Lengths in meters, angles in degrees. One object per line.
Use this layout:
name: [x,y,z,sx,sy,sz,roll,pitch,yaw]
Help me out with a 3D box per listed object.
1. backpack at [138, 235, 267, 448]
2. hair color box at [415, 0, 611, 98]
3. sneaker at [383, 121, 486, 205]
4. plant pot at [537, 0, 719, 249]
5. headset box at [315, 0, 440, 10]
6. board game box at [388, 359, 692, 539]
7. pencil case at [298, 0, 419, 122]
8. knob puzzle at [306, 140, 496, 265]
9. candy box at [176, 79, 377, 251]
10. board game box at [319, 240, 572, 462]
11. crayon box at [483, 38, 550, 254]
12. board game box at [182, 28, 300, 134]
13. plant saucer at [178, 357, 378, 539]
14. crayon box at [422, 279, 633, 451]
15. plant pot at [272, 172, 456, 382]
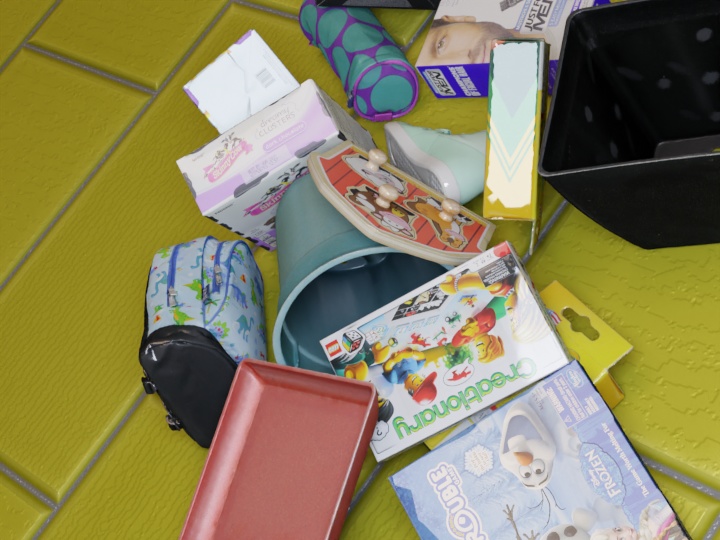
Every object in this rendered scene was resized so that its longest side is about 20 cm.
backpack: [-0.165,0.055,1.614,0.154,0.163,0.200,-27,39,1]
hair color box: [0.171,-0.253,1.686,0.200,0.065,0.109,1,58,36]
sneaker: [0.104,-0.123,1.637,0.118,0.074,0.200,-20,27,-14]
plant pot: [0.303,-0.128,1.420,0.200,0.177,0.200,-6,54,31]
headset box: [0.014,-0.395,1.829,0.149,0.077,0.200,0,39,-8]
board game box: [0.155,0.212,1.306,0.199,0.043,0.200,-34,64,8]
pencil case: [-0.005,-0.255,1.787,0.200,0.085,0.092,-119,38,-46]
knob puzzle: [0.040,-0.066,1.441,0.030,0.220,0.220,-61,40,21]
candy box: [-0.077,-0.107,1.631,0.168,0.200,0.072,-30,72,10]
board game box: [0.078,0.075,1.397,0.200,0.035,0.126,-29,78,11]
crayon box: [0.151,-0.121,1.472,0.051,0.127,0.200,3,96,9]
board game box: [-0.127,-0.197,1.737,0.103,0.105,0.200,-40,5,1]
plant saucer: [-0.070,0.190,1.404,0.200,0.037,0.200,7,75,48]
crayon box: [0.152,0.117,1.417,0.200,0.051,0.127,-42,45,-1]
plant pot: [0.000,0.000,1.522,0.200,0.200,0.196,-29,38,11]
